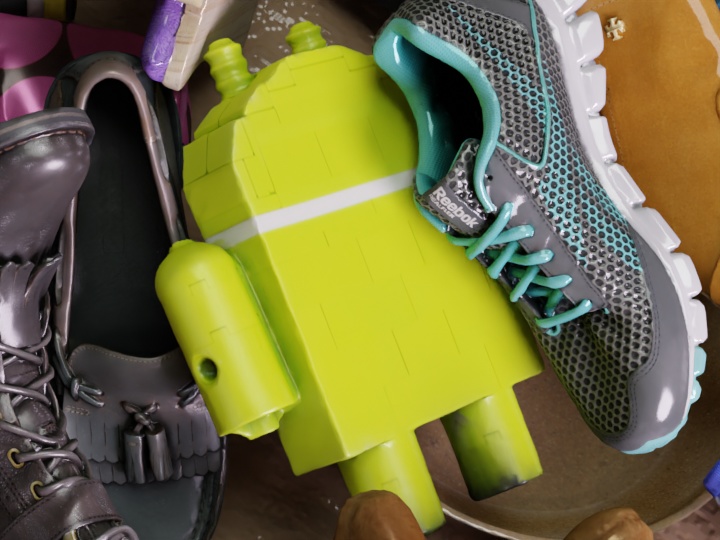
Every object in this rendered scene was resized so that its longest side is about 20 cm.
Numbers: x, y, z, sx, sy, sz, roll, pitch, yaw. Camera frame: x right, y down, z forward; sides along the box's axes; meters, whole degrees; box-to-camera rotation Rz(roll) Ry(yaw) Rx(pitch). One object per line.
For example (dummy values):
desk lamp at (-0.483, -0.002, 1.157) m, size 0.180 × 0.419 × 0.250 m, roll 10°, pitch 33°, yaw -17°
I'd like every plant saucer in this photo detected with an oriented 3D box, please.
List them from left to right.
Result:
plant saucer at (0.071, 0.030, 0.923) m, size 0.200 × 0.035 × 0.200 m, roll 7°, pitch 59°, yaw -12°

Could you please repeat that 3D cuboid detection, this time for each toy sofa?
toy sofa at (-0.081, -0.138, 0.871) m, size 0.083 × 0.098 × 0.200 m, roll 21°, pitch 12°, yaw 1°

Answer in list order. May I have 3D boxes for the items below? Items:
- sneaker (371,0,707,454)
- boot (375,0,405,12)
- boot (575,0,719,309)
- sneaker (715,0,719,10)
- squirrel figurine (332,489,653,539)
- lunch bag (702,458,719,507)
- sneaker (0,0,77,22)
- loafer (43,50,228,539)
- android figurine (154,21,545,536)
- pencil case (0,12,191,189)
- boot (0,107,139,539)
sneaker at (0.060, -0.021, 0.829) m, size 0.091 × 0.078 × 0.200 m, roll -13°, pitch 78°, yaw -40°
boot at (0.085, -0.136, 1.012) m, size 0.200 × 0.066 × 0.165 m, roll 35°, pitch 33°, yaw 22°
boot at (0.146, -0.049, 0.840) m, size 0.071 × 0.201 × 0.144 m, roll -20°, pitch 97°, yaw -47°
sneaker at (0.178, -0.100, 0.922) m, size 0.077 × 0.200 × 0.081 m, roll 20°, pitch 8°, yaw 30°
squirrel figurine at (0.086, 0.185, 0.789) m, size 0.187 × 0.142 × 0.200 m, roll 5°, pitch 101°, yaw -42°
lunch bag at (0.247, 0.089, 0.868) m, size 0.170 × 0.124 × 0.200 m, roll 45°, pitch 45°, yaw 14°
sneaker at (-0.181, -0.193, 0.959) m, size 0.085 × 0.074 × 0.200 m, roll -11°, pitch 62°, yaw -17°
loafer at (-0.090, 0.017, 0.821) m, size 0.072 × 0.063 × 0.200 m, roll -7°, pitch 93°, yaw -6°
android figurine at (0.000, 0.000, 0.833) m, size 0.182 × 0.041 × 0.200 m, roll -22°, pitch 88°, yaw -46°
pencil case at (-0.167, -0.061, 0.884) m, size 0.200 × 0.091 × 0.094 m, roll 9°, pitch 92°, yaw -9°
boot at (-0.111, 0.062, 0.774) m, size 0.069 × 0.200 × 0.174 m, roll -11°, pitch 56°, yaw -48°
